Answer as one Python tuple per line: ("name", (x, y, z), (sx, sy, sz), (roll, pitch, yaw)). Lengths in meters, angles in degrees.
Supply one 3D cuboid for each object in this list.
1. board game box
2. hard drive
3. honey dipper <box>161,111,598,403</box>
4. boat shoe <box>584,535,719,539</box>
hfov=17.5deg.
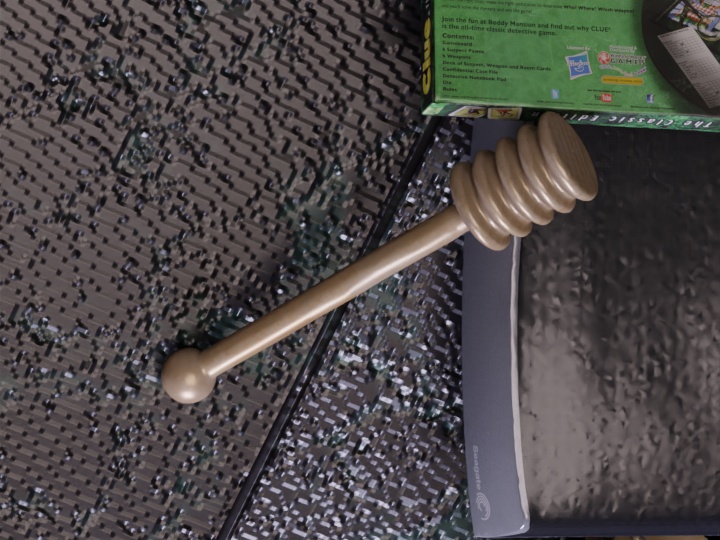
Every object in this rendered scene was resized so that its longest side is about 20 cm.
("board game box", (0.121, -0.107, 0.911), (0.198, 0.023, 0.106), (3, 81, -12))
("hard drive", (0.109, 0.009, 0.938), (0.134, 0.042, 0.202), (1, 92, -12))
("honey dipper", (0.000, 0.000, 0.912), (0.199, 0.038, 0.038), (-29, 114, 23))
("boat shoe", (0.126, 0.130, 0.998), (0.198, 0.076, 0.075), (-8, 105, -18))
